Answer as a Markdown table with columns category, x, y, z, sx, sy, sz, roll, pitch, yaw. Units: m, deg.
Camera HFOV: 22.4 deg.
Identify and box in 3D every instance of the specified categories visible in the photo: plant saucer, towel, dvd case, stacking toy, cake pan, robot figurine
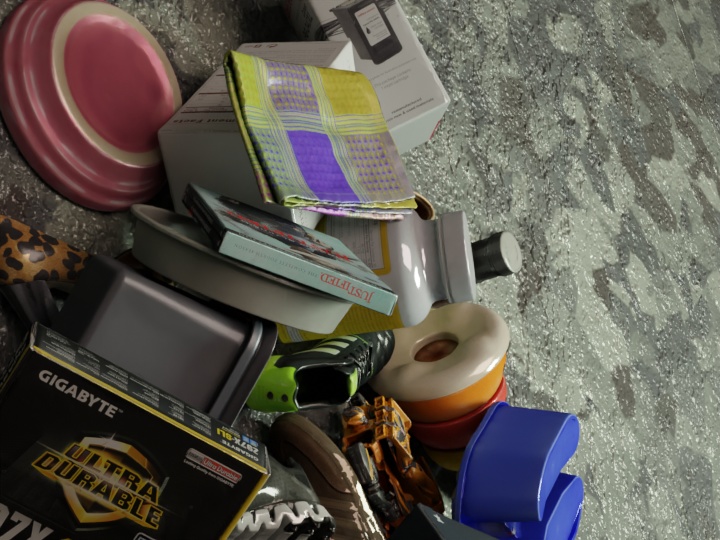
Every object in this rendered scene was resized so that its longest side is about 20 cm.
| category | x | y | z | sx | sy | sz | roll | pitch | yaw |
| --- | --- | --- | --- | --- | --- | --- | --- | --- | --- |
| plant saucer | -0.223 | -0.152 | 1.568 | 0.200 | 0.051 | 0.202 | 28 | 51 | -41 |
| towel | -0.032 | -0.114 | 1.536 | 0.199 | 0.023 | 0.145 | 3 | 64 | -53 |
| dvd case | -0.060 | -0.019 | 1.443 | 0.145 | 0.022 | 0.200 | 21 | 9 | -17 |
| stacking toy | 0.098 | 0.145 | 1.793 | 0.146 | 0.145 | 0.201 | -59 | 137 | -48 |
| cake pan | -0.095 | 0.001 | 1.444 | 0.200 | 0.200 | 0.037 | 17 | 97 | -47 |
| robot figurine | 0.041 | 0.204 | 1.684 | 0.145 | 0.058 | 0.201 | -92 | 156 | -65 |

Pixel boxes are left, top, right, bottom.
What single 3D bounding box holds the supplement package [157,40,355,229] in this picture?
| category | x | y | z | sx | sy | sz | roll | pitch | yaw |
| --- | --- | --- | --- | --- | --- | --- | --- | --- | --- |
| supplement package | -0.082 | -0.114 | 1.631 | 0.200 | 0.116 | 0.118 | -57 | 144 | -54 |

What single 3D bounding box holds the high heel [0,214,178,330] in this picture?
| category | x | y | z | sx | sy | sz | roll | pitch | yaw |
| --- | --- | --- | --- | --- | --- | --- | --- | --- | --- |
| high heel | -0.218 | -0.025 | 1.487 | 0.200 | 0.071 | 0.143 | -46 | 115 | -43 |

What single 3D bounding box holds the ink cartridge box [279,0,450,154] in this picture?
| category | x | y | z | sx | sy | sz | roll | pitch | yaw |
| --- | --- | --- | --- | --- | --- | --- | --- | --- | --- |
| ink cartridge box | 0.000 | -0.217 | 1.780 | 0.201 | 0.083 | 0.145 | 63 | -9 | 7 |

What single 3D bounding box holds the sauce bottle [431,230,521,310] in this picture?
| category | x | y | z | sx | sy | sz | roll | pitch | yaw |
| --- | --- | --- | --- | --- | --- | --- | --- | --- | --- |
| sauce bottle | 0.058 | 0.008 | 1.718 | 0.065 | 0.199 | 0.065 | 32 | 50 | -49 |

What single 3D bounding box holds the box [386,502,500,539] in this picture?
| category | x | y | z | sx | sy | sz | roll | pitch | yaw |
| --- | --- | --- | --- | --- | --- | --- | --- | --- | --- |
| box | 0.056 | 0.321 | 1.542 | 0.148 | 0.200 | 0.107 | 28 | 15 | -40 |

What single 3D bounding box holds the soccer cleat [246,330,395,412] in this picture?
| category | x | y | z | sx | sy | sz | roll | pitch | yaw |
| --- | --- | --- | --- | --- | --- | --- | --- | --- | --- |
| soccer cleat | -0.023 | 0.093 | 1.657 | 0.199 | 0.081 | 0.068 | -18 | 113 | -48 |

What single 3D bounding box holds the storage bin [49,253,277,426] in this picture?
| category | x | y | z | sx | sy | sz | roll | pitch | yaw |
| --- | --- | --- | --- | --- | --- | --- | --- | --- | --- |
| storage bin | -0.182 | 0.086 | 1.405 | 0.134 | 0.145 | 0.201 | 32 | 88 | -26 |

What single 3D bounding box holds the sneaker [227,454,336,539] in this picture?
| category | x | y | z | sx | sy | sz | roll | pitch | yaw |
| --- | --- | --- | --- | --- | --- | --- | --- | --- | --- |
| sneaker | -0.115 | 0.189 | 1.523 | 0.199 | 0.067 | 0.091 | 6 | 49 | -39 |

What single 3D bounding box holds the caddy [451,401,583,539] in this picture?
| category | x | y | z | sx | sy | sz | roll | pitch | yaw |
| --- | --- | --- | --- | --- | --- | --- | --- | --- | --- |
| caddy | 0.138 | 0.206 | 1.690 | 0.200 | 0.104 | 0.142 | -48 | 135 | -60 |

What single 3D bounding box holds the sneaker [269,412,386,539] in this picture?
| category | x | y | z | sx | sy | sz | roll | pitch | yaw |
| --- | --- | --- | --- | --- | --- | --- | --- | --- | --- |
| sneaker | -0.034 | 0.223 | 1.605 | 0.075 | 0.070 | 0.201 | -31 | 88 | -33 |

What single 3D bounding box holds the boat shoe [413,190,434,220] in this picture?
| category | x | y | z | sx | sy | sz | roll | pitch | yaw |
| --- | --- | --- | --- | --- | --- | --- | --- | --- | --- |
| boat shoe | -0.003 | -0.075 | 1.793 | 0.199 | 0.069 | 0.074 | 15 | 61 | -48 |

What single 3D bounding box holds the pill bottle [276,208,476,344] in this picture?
| category | x | y | z | sx | sy | sz | roll | pitch | yaw |
| --- | --- | --- | --- | --- | --- | --- | --- | --- | --- |
| pill bottle | 0.000 | 0.000 | 1.633 | 0.112 | 0.198 | 0.113 | -7 | 90 | -83 |

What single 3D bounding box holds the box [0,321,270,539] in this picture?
| category | x | y | z | sx | sy | sz | roll | pitch | yaw |
| --- | --- | --- | --- | --- | --- | --- | --- | --- | --- |
| box | -0.191 | 0.153 | 1.319 | 0.199 | 0.160 | 0.049 | 31 | 17 | -17 |
